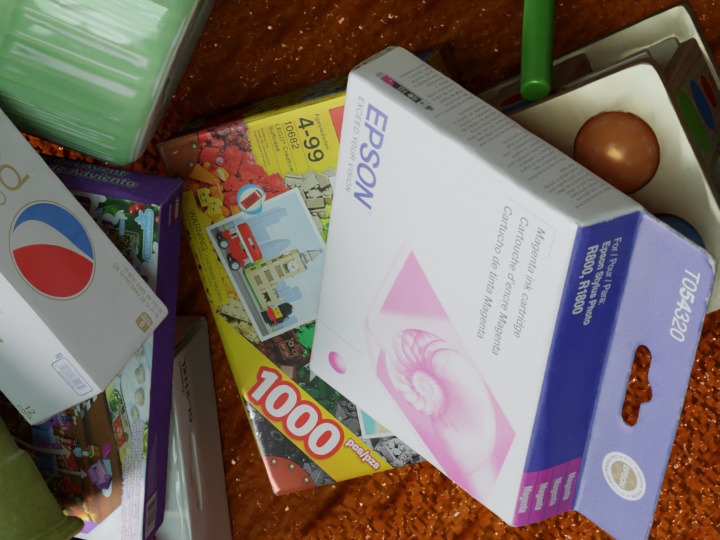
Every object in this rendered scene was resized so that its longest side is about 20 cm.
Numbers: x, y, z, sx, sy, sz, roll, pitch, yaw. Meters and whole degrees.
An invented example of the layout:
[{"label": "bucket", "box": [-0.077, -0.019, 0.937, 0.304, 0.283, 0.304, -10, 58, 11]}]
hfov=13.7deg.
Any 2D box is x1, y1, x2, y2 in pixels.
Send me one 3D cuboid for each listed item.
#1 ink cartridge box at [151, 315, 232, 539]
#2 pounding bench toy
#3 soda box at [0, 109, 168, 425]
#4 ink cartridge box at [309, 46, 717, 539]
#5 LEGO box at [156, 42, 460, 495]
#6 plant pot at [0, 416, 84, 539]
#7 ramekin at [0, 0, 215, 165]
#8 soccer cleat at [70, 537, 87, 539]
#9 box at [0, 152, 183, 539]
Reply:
[{"label": "ink cartridge box", "box": [-0.179, 0.106, 1.649, 0.199, 0.083, 0.146, -1, 106, 14]}, {"label": "pounding bench toy", "box": [0.107, -0.072, 1.487, 0.124, 0.156, 0.200, -22, 99, 19]}, {"label": "soda box", "box": [-0.186, -0.026, 1.447, 0.064, 0.068, 0.200, -24, 110, 45]}, {"label": "ink cartridge box", "box": [0.065, 0.023, 1.428, 0.200, 0.043, 0.197, 36, 138, 29]}, {"label": "LEGO box", "box": [0.000, 0.000, 1.577, 0.149, 0.077, 0.201, -15, 102, 18]}, {"label": "plant pot", "box": [-0.261, 0.073, 1.482, 0.200, 0.200, 0.190, -19, 92, 18]}, {"label": "ramekin", "box": [-0.123, -0.150, 1.504, 0.097, 0.200, 0.200, 24, 110, -2]}, {"label": "soccer cleat", "box": [-0.196, 0.179, 1.606, 0.199, 0.068, 0.073, -8, 135, 9]}, {"label": "box", "box": [-0.165, 0.038, 1.545, 0.136, 0.039, 0.201, 11, 116, 12]}]
